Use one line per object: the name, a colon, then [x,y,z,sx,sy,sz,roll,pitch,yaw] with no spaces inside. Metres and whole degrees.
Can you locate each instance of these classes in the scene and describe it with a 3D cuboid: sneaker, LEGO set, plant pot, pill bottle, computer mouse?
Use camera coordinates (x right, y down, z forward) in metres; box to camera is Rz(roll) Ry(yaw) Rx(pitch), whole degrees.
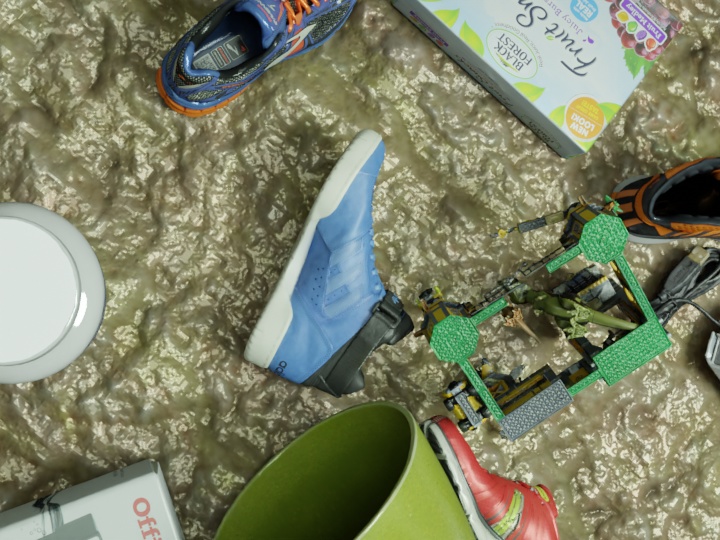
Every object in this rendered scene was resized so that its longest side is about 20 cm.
sneaker: [0.312,-0.057,0.956,0.198,0.112,0.078,-11,90,-12]
sneaker: [0.111,0.191,0.934,0.085,0.077,0.201,-37,102,-22]
sneaker: [0.000,0.000,0.905,0.111,0.077,0.201,26,87,-4]
LEGO set: [0.136,0.032,0.914,0.200,0.116,0.154,-41,108,4]
plant pot: [0.021,0.233,0.865,0.187,0.187,0.200,-42,110,-10]
pill bottle: [-0.233,0.016,0.795,0.119,0.200,0.121,1,87,-11]
computer mouse: [0.327,0.074,0.992,0.200,0.044,0.110,41,76,-2]
sneaker: [-0.068,-0.192,0.900,0.200,0.078,0.075,-44,97,-10]

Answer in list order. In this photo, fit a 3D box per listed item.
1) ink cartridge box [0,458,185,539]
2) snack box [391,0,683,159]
ink cartridge box: [-0.218,0.240,0.848,0.199,0.083,0.148,-20,92,-13]
snack box: [0.144,-0.211,0.958,0.200,0.053,0.143,40,82,-8]
